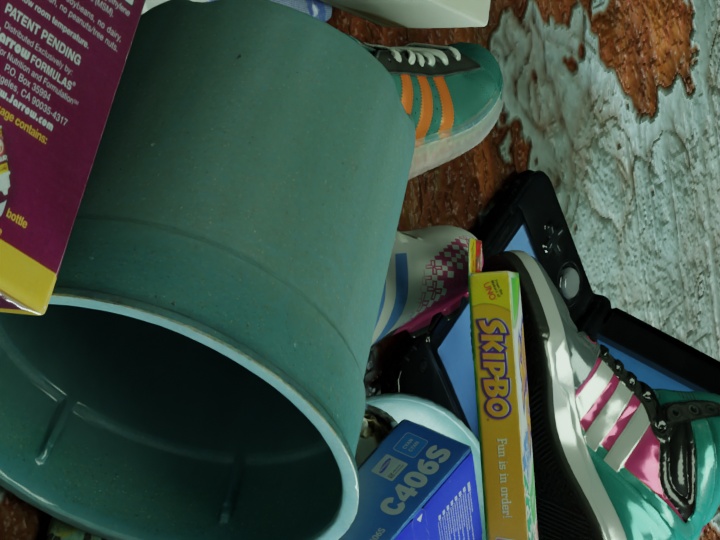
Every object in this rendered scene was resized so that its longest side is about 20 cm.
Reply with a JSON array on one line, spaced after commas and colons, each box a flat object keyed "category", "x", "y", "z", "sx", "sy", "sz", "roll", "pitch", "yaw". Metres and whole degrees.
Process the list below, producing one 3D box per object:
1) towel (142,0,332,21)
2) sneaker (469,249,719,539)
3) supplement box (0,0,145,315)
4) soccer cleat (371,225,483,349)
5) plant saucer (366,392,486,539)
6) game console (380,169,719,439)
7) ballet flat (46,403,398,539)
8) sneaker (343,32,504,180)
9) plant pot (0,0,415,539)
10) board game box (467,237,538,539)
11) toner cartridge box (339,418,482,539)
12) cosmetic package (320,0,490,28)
[{"category": "towel", "x": -0.075, "y": -0.195, "z": 1.221, "sx": 0.147, "sy": 0.024, "sz": 0.200, "roll": -32, "pitch": 119, "yaw": -48}, {"category": "sneaker", "x": 0.143, "y": 0.074, "z": 1.387, "sx": 0.121, "sy": 0.084, "sz": 0.200, "roll": -17, "pitch": 88, "yaw": -33}, {"category": "supplement box", "x": -0.173, "y": -0.094, "z": 0.998, "sx": 0.103, "sy": 0.131, "sz": 0.200, "roll": 36, "pitch": 63, "yaw": -50}, {"category": "soccer cleat", "x": 0.000, "y": 0.000, "z": 1.305, "sx": 0.200, "sy": 0.070, "sz": 0.086, "roll": -36, "pitch": 109, "yaw": -52}, {"category": "plant saucer", "x": 0.001, "y": 0.164, "z": 1.328, "sx": 0.200, "sy": 0.036, "sz": 0.200, "roll": -4, "pitch": 95, "yaw": -45}, {"category": "game console", "x": 0.125, "y": 0.066, "z": 1.445, "sx": 0.200, "sy": 0.116, "sz": 0.176, "roll": -54, "pitch": 134, "yaw": -38}, {"category": "ballet flat", "x": -0.058, "y": 0.104, "z": 1.199, "sx": 0.200, "sy": 0.074, "sz": 0.074, "roll": -20, "pitch": 109, "yaw": -40}, {"category": "sneaker", "x": 0.010, "y": -0.094, "z": 1.307, "sx": 0.200, "sy": 0.071, "sz": 0.080, "roll": -34, "pitch": 124, "yaw": -47}, {"category": "plant pot", "x": -0.071, "y": -0.005, "z": 1.114, "sx": 0.200, "sy": 0.200, "sz": 0.196, "roll": 54, "pitch": 43, "yaw": -42}, {"category": "board game box", "x": 0.074, "y": 0.083, "z": 1.285, "sx": 0.096, "sy": 0.030, "sz": 0.200, "roll": 3, "pitch": 80, "yaw": -84}, {"category": "toner cartridge box", "x": 0.022, "y": 0.178, "z": 1.248, "sx": 0.095, "sy": 0.043, "sz": 0.200, "roll": -47, "pitch": 144, "yaw": -34}, {"category": "cosmetic package", "x": -0.011, "y": -0.191, "z": 1.228, "sx": 0.200, "sy": 0.071, "sz": 0.105, "roll": 18, "pitch": 78, "yaw": -54}]
